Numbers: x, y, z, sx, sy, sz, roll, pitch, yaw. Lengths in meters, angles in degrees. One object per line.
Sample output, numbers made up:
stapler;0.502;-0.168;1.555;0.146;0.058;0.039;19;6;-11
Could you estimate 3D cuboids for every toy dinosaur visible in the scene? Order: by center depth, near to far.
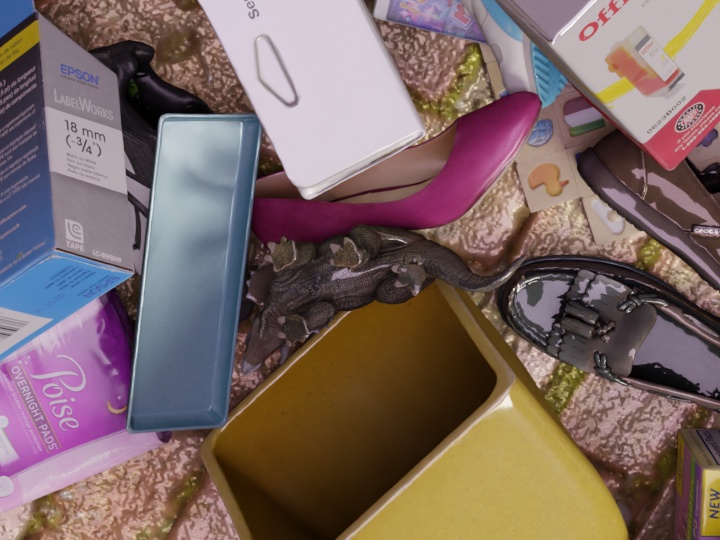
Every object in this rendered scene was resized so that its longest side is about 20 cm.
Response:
toy dinosaur;0.000;0.000;1.610;0.200;0.102;0.077;-22;93;15

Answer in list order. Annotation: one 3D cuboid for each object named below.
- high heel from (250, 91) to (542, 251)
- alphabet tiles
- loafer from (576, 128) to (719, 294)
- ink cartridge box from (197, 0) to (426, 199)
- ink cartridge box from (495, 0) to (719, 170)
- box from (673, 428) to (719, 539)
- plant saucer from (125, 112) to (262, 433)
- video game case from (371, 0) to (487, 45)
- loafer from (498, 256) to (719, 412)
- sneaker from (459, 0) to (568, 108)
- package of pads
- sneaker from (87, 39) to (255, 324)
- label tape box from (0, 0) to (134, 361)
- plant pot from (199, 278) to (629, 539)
high heel;0.016;-0.064;1.638;0.096;0.067;0.200;41;117;-18
alphabet tiles;0.167;-0.123;1.689;0.166;0.006;0.200;-18;101;1
loafer;0.229;-0.028;1.669;0.200;0.073;0.071;35;103;-14
ink cartridge box;-0.034;-0.135;1.578;0.084;0.200;0.146;-28;102;2
ink cartridge box;0.169;-0.164;1.555;0.145;0.200;0.083;-46;58;5
box;0.302;0.197;1.714;0.200;0.097;0.176;1;102;-2
plant saucer;-0.103;0.000;1.625;0.070;0.019;0.200;-2;107;-31
video game case;0.120;-0.202;1.659;0.200;0.018;0.143;13;101;-4
loafer;0.185;0.044;1.687;0.200;0.063;0.072;20;98;-7
sneaker;0.078;-0.191;1.618;0.081;0.077;0.200;-1;117;34
package of pads;-0.228;0.088;1.679;0.200;0.076;0.121;-23;104;2
sneaker;-0.114;-0.056;1.645;0.090;0.066;0.200;-26;102;37
label tape box;-0.206;-0.065;1.601;0.063;0.200;0.144;15;147;-40
plant pot;0.054;0.145;1.648;0.194;0.196;0.200;-43;119;6
